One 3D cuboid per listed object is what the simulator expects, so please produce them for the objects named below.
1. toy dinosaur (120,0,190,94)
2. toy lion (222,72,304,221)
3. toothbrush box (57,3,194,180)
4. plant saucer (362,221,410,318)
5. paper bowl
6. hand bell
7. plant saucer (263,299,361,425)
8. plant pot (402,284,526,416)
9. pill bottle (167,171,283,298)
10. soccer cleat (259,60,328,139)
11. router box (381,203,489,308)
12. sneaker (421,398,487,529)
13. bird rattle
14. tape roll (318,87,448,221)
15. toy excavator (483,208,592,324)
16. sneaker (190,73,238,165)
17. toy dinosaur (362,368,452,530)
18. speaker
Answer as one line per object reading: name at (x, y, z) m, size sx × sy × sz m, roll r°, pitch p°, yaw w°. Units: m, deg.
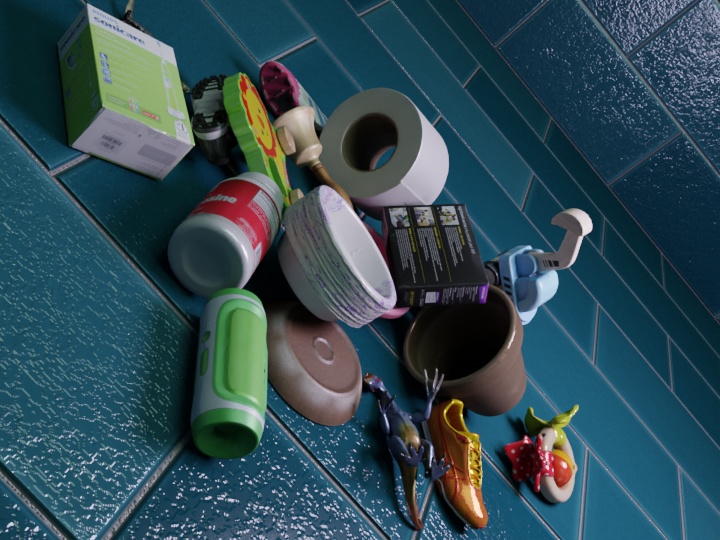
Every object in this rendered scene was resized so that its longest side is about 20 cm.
toy dinosaur at (-0.334, -0.349, 1.303) m, size 0.201 × 0.047 × 0.088 m, roll 60°, pitch 13°, yaw 11°
toy lion at (-0.152, -0.190, 1.282) m, size 0.192 × 0.068 × 0.202 m, roll 55°, pitch 19°, yaw -61°
toothbrush box at (-0.322, -0.242, 1.159) m, size 0.145 × 0.086 × 0.202 m, roll 19°, pitch 43°, yaw -45°
plant saucer at (0.000, 0.000, 1.392) m, size 0.200 × 0.051 × 0.202 m, roll 34°, pitch 32°, yaw -25°
paper bowl at (-0.041, -0.010, 1.206) m, size 0.201 × 0.104 × 0.201 m, roll 52°, pitch 15°, yaw -20°
hand bell at (-0.069, -0.163, 1.414) m, size 0.201 × 0.104 × 0.104 m, roll 57°, pitch 29°, yaw 13°
plant saucer at (-0.062, 0.119, 1.190) m, size 0.200 × 0.037 × 0.202 m, roll 37°, pitch 32°, yaw -28°
plant pot at (0.193, 0.152, 1.400) m, size 0.175 × 0.199 × 0.201 m, roll 53°, pitch 22°, yaw -38°
pill bottle at (-0.172, -0.057, 1.144) m, size 0.112 × 0.112 × 0.200 m, roll 45°, pitch 29°, yaw -12°
soccer cleat at (-0.114, -0.293, 1.556) m, size 0.201 × 0.070 × 0.086 m, roll 55°, pitch 18°, yaw -6°
router box at (0.119, -0.028, 1.402) m, size 0.147 × 0.051 × 0.201 m, roll -2°, pitch 44°, yaw -5°
sneaker at (0.150, 0.286, 1.272) m, size 0.073 × 0.077 × 0.202 m, roll 19°, pitch 44°, yaw -48°
bird rattle at (0.337, 0.329, 1.484) m, size 0.164 × 0.112 × 0.200 m, roll 62°, pitch 28°, yaw -16°
tape roll at (0.042, -0.201, 1.501) m, size 0.139 × 0.202 × 0.204 m, roll 31°, pitch 32°, yaw -62°
toy excavator at (0.299, -0.003, 1.423) m, size 0.100 × 0.198 × 0.197 m, roll -23°, pitch 108°, yaw -48°
sneaker at (-0.223, -0.229, 1.306) m, size 0.201 × 0.066 × 0.091 m, roll -98°, pitch -179°, yaw -52°
toy dinosaur at (0.045, 0.229, 1.208) m, size 0.104 × 0.202 × 0.181 m, roll 18°, pitch 6°, yaw -29°
speaker at (-0.154, 0.117, 1.004) m, size 0.088 × 0.088 × 0.201 m, roll 33°, pitch 34°, yaw -31°
